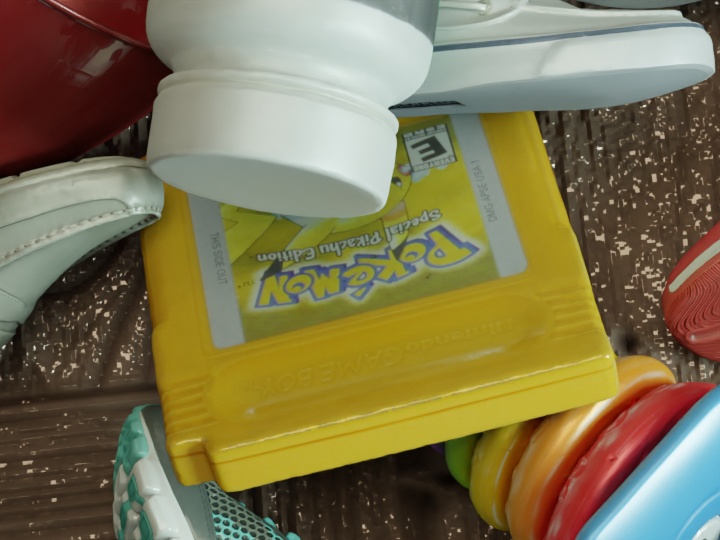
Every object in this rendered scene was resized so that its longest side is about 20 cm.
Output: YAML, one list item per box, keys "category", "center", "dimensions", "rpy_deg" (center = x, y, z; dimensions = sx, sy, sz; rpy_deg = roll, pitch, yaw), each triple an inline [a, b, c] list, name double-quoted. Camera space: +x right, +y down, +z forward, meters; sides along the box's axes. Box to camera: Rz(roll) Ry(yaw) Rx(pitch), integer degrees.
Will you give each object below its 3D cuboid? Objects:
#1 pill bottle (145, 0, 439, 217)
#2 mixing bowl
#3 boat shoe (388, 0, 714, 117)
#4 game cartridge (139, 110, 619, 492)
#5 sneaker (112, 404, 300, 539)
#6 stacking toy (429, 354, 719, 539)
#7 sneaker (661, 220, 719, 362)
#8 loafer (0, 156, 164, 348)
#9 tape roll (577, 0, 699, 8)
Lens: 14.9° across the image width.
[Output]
- category: "pill bottle"
  center: [-0.022, -0.129, 1.077]
  dimensions: [0.113, 0.113, 0.201]
  rpy_deg: [7, 79, 8]
- category: "mixing bowl"
  center: [-0.166, -0.110, 1.161]
  dimensions: [0.200, 0.200, 0.108]
  rpy_deg: [42, 107, 17]
- category: "boat shoe"
  center: [0.045, -0.101, 1.135]
  dimensions: [0.199, 0.074, 0.066]
  rpy_deg: [-2, 83, 14]
- category: "game cartridge"
  center: [0.000, 0.000, 1.121]
  dimensions: [0.176, 0.032, 0.200]
  rpy_deg: [-14, 36, 0]
- category: "sneaker"
  center: [-0.035, 0.138, 1.118]
  dimensions: [0.091, 0.078, 0.200]
  rpy_deg: [-18, 68, -23]
- category: "stacking toy"
  center: [0.064, 0.058, 1.122]
  dimensions: [0.200, 0.116, 0.110]
  rpy_deg: [35, 71, 30]
- category: "sneaker"
  center: [0.206, -0.048, 1.163]
  dimensions: [0.200, 0.078, 0.116]
  rpy_deg: [-30, 37, 10]
- category: "loafer"
  center: [-0.166, 0.012, 1.156]
  dimensions: [0.200, 0.070, 0.070]
  rpy_deg: [-25, 76, 18]
- category: "tape roll"
  center: [0.114, -0.214, 1.191]
  dimensions: [0.200, 0.066, 0.201]
  rpy_deg: [4, 63, -7]
